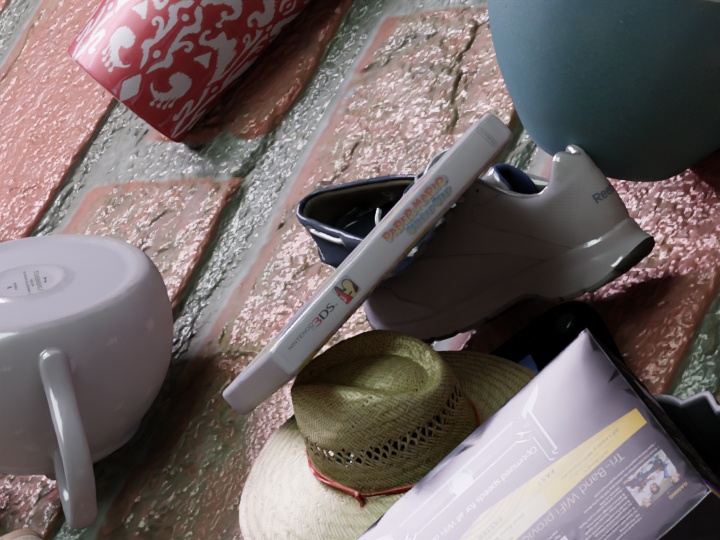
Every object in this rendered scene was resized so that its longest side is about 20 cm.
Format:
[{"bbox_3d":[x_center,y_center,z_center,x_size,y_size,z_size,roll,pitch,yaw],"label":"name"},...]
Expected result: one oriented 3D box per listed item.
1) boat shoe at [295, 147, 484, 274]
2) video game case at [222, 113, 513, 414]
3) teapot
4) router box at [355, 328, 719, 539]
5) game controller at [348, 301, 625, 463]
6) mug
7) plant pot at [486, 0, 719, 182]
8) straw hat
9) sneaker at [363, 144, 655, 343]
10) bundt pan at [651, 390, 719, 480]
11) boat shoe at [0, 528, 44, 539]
[{"bbox_3d":[0.042,-0.033,1.723,0.200,0.062,0.075,1,54,49],"label":"boat shoe"},{"bbox_3d":[0.000,0.000,1.561,0.182,0.023,0.200,-48,2,-13],"label":"video game case"},{"bbox_3d":[-0.208,0.073,1.828,0.197,0.146,0.200,5,25,30],"label":"teapot"},{"bbox_3d":[0.082,0.145,1.360,0.200,0.052,0.157,-43,34,7],"label":"router box"},{"bbox_3d":[0.068,0.103,1.569,0.200,0.042,0.104,-38,34,15],"label":"game controller"},{"bbox_3d":[-0.104,-0.198,2.039,0.133,0.178,0.200,40,93,21],"label":"mug"},{"bbox_3d":[0.158,-0.131,1.607,0.200,0.200,0.135,-124,43,-56],"label":"plant pot"},{"bbox_3d":[0.013,0.079,1.504,0.201,0.085,0.201,-16,38,12],"label":"straw hat"},{"bbox_3d":[0.078,-0.016,1.622,0.200,0.087,0.075,-22,7,36],"label":"sneaker"},{"bbox_3d":[0.147,0.164,1.382,0.202,0.076,0.202,-29,36,25],"label":"bundt pan"},{"bbox_3d":[-0.274,0.248,1.789,0.200,0.071,0.065,-39,27,-3],"label":"boat shoe"}]
